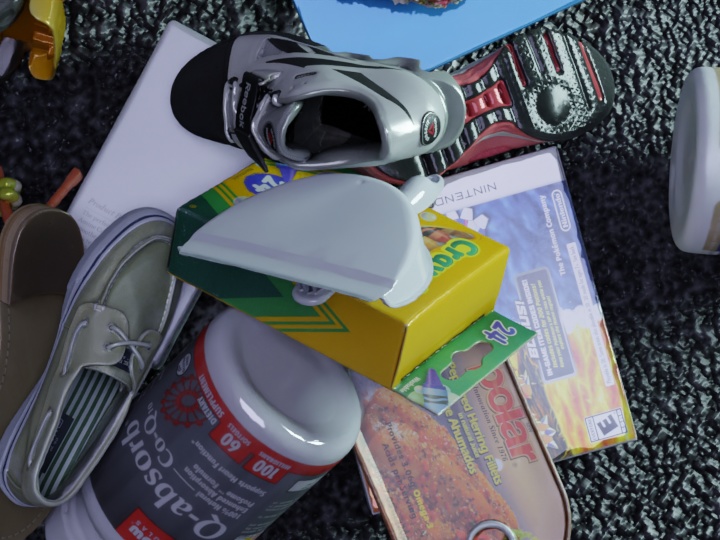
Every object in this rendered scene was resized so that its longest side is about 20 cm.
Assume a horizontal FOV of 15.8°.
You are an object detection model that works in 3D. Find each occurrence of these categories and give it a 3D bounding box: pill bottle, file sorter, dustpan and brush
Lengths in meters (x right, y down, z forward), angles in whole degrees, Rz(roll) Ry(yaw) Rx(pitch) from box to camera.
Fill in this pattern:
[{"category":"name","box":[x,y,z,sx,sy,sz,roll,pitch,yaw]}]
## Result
[{"category":"pill bottle","box":[-0.101,0.122,1.605,0.116,0.116,0.200,45,121,0]},{"category":"pill bottle","box":[0.304,-0.064,1.655,0.199,0.120,0.120,5,89,-2]},{"category":"file sorter","box":[0.049,-0.202,1.648,0.199,0.123,0.139,-25,90,-2]},{"category":"dustpan and brush","box":[0.000,-0.025,1.526,0.139,0.200,0.057,14,128,25]}]

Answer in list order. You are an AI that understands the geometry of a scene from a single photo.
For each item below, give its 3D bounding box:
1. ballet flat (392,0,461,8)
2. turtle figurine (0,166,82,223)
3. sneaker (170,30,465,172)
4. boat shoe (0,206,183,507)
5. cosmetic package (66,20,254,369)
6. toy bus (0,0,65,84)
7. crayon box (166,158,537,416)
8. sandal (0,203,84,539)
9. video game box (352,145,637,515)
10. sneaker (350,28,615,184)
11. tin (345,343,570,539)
[{"category":"ballet flat","box":[-0.020,-0.204,1.554,0.199,0.064,0.076,7,89,-1]},{"category":"turtle figurine","box":[-0.279,-0.025,1.663,0.161,0.064,0.200,42,99,8]},{"category":"sneaker","box":[-0.044,-0.098,1.555,0.199,0.088,0.074,4,110,32]},{"category":"boat shoe","box":[-0.154,0.057,1.581,0.072,0.062,0.201,28,83,-31]},{"category":"cosmetic package","box":[-0.125,-0.048,1.665,0.101,0.074,0.201,29,86,0]},{"category":"toy bus","box":[-0.268,-0.231,1.647,0.199,0.136,0.193,16,72,-4]},{"category":"crayon box","box":[0.000,0.000,1.574,0.199,0.126,0.052,28,125,21]},{"category":"sandal","box":[-0.220,0.060,1.620,0.077,0.069,0.213,2,99,-39]},{"category":"video game box","box":[0.066,0.038,1.683,0.181,0.047,0.201,-16,89,1]},{"category":"sneaker","box":[0.070,-0.106,1.675,0.199,0.087,0.074,-17,94,-26]},{"category":"tin","box":[0.059,0.116,1.633,0.112,0.042,0.201,-22,89,3]}]
